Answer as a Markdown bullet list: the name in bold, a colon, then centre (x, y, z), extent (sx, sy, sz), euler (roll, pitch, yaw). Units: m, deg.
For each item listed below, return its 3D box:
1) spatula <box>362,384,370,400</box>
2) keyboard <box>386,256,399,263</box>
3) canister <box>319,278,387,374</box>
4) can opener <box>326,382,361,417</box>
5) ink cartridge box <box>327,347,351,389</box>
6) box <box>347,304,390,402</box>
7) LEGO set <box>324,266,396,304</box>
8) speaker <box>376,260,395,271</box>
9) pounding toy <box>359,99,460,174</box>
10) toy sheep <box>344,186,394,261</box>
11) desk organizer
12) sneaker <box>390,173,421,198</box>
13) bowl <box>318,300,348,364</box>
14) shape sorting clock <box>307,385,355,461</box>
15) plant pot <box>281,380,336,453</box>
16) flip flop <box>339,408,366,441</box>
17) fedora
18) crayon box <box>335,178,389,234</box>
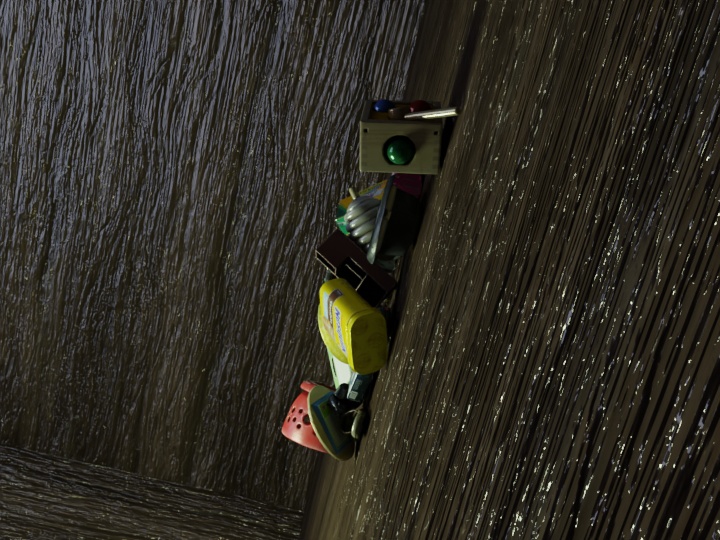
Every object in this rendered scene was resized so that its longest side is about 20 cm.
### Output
- **spatula**: centre (0.016, 0.281, 1.723), extent (0.200, 0.020, 0.057), euler (-87, 9, -73)
- **keyboard**: centre (0.094, -0.114, 1.719), extent (0.127, 0.020, 0.201), euler (144, 141, -65)
- **canister**: centre (-0.020, 0.119, 1.502), extent (0.200, 0.086, 0.149), euler (-136, 36, -57)
- **can opener**: centre (-0.030, 0.336, 1.721), extent (0.079, 0.063, 0.200), euler (-47, -19, 3)
- **ink cartridge box**: centre (-0.043, 0.255, 1.915), extent (0.200, 0.048, 0.146), euler (118, 141, -65)
- **box**: centre (0.020, 0.200, 1.630), extent (0.137, 0.037, 0.201), euler (-80, 10, -59)
- **LEGO set**: centre (0.000, 0.000, 1.717), extent (0.154, 0.199, 0.116), euler (32, -102, -79)
- **speaker**: centre (0.064, -0.080, 1.832), extent (0.201, 0.081, 0.081), euler (-79, 3, -48)
- **pounding toy**: centre (0.093, -0.276, 1.308), extent (0.200, 0.183, 0.143), euler (-81, -7, -61)
- **toy sheep**: centre (0.025, -0.112, 1.620), extent (0.137, 0.201, 0.138), euler (-32, -3, -2)
- **desk organizer**: centre (-0.011, -0.002, 1.594), extent (0.077, 0.200, 0.072), euler (-46, -8, -12)
- **sneaker**: centre (0.111, -0.217, 1.599), extent (0.088, 0.081, 0.201), euler (107, -176, -74)
- **bowl**: centre (-0.009, 0.137, 1.765), extent (0.107, 0.200, 0.201), euler (-22, 39, 31)
- **shape sorting clock**: centre (-0.074, 0.386, 1.701), extent (0.200, 0.039, 0.201), euler (53, -158, -32)
- **plant pot**: centre (-0.123, 0.453, 2.098), extent (0.200, 0.199, 0.183), euler (123, 168, -83)
- **flip flop**: centre (-0.021, 0.372, 1.629), extent (0.200, 0.057, 0.082), euler (96, -173, -78)
- **fedora**: centre (0.079, -0.103, 1.466), extent (0.201, 0.091, 0.202), euler (-164, 90, -88)
- **crayon box**: centre (0.034, -0.183, 1.853), extent (0.058, 0.199, 0.119), euler (58, -160, -26)
